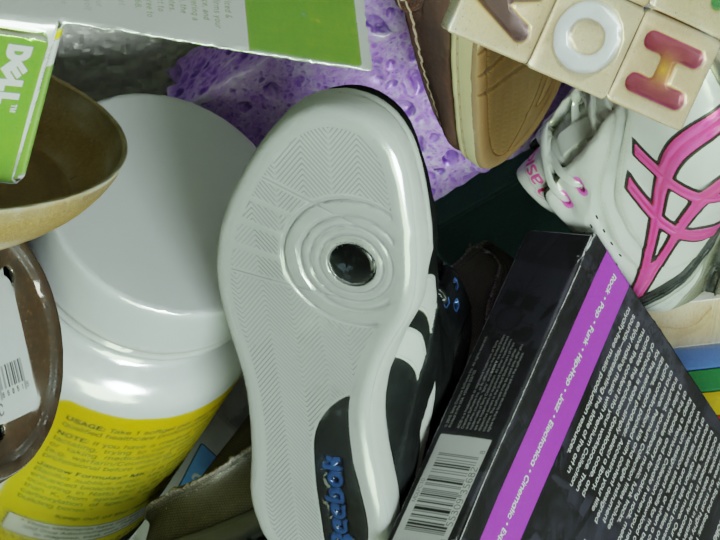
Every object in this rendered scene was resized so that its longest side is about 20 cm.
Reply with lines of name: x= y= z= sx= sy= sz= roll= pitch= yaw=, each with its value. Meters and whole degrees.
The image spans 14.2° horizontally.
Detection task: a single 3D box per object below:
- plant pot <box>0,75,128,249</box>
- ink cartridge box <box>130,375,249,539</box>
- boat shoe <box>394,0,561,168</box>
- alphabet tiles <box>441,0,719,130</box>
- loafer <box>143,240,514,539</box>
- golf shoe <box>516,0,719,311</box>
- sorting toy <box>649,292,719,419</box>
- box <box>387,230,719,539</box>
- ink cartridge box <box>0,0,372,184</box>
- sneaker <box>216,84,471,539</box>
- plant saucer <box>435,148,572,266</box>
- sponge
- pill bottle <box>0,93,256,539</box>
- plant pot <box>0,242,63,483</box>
plant pot: x=-0.178 y=-0.045 z=0.969 sx=0.199 sy=0.200 sz=0.028 roll=6 pitch=111 yaw=-15
ink cartridge box: x=-0.025 y=0.159 z=1.273 sx=0.176 sy=0.045 sz=0.200 roll=40 pitch=136 yaw=12
boat shoe: x=0.030 y=-0.128 z=0.982 sx=0.072 sy=0.072 sz=0.201 roll=23 pitch=139 yaw=32
alphabet tiles: x=0.107 y=-0.153 z=0.934 sx=0.166 sy=0.008 sz=0.201 roll=20 pitch=98 yaw=-29
loafer: x=-0.005 y=0.056 z=1.142 sx=0.199 sy=0.070 sz=0.075 roll=-31 pitch=163 yaw=-8
golf shoe: x=0.103 y=-0.043 z=1.053 sx=0.091 sy=0.073 sz=0.200 roll=-11 pitch=145 yaw=1
sorting toy: x=0.117 y=0.086 z=1.250 sx=0.197 sy=0.070 sz=0.200 roll=-6 pitch=146 yaw=-1
box: x=0.090 y=0.100 z=1.101 sx=0.036 sy=0.144 sz=0.200 roll=5 pitch=147 yaw=37
ink cartridge box: x=-0.106 y=-0.104 z=0.939 sx=0.199 sy=0.148 sz=0.076 roll=6 pitch=138 yaw=-16
sneaker: x=0.000 y=0.000 z=1.029 sx=0.073 sy=0.112 sz=0.201 roll=14 pitch=128 yaw=13
plant saucer: x=0.107 y=-0.046 z=1.145 sx=0.199 sy=0.019 sz=0.070 roll=-29 pitch=135 yaw=26
sponge: x=0.038 y=-0.084 z=1.078 sx=0.199 sy=0.030 sz=0.111 roll=-28 pitch=136 yaw=24
pill bottle: x=-0.104 y=0.027 z=1.109 sx=0.114 sy=0.115 sz=0.200 roll=10 pitch=145 yaw=-19
plant pot: x=-0.210 y=0.037 z=1.022 sx=0.199 sy=0.188 sz=0.187 roll=-7 pitch=145 yaw=31
